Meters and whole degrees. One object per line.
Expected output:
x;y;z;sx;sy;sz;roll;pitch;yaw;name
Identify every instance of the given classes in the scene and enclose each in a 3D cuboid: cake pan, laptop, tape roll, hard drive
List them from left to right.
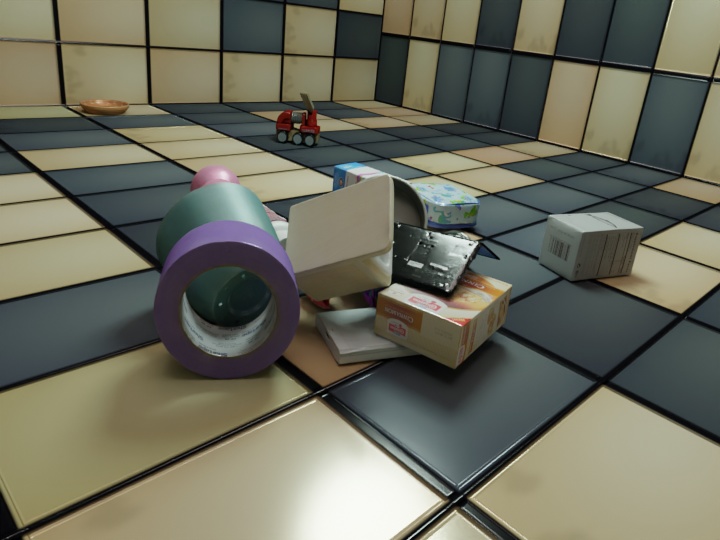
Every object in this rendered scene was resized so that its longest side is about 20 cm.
-0.184;0.040;0.817;0.193;0.207;0.085;0;22;-14;tape roll
0.035;0.101;0.966;0.193;0.027;0.132;-4;25;-22;hard drive
0.049;-0.105;1.269;0.193;0.207;0.037;9;-13;7;cake pan
0.125;-0.013;1.018;0.173;0.105;0.201;15;50;31;laptop

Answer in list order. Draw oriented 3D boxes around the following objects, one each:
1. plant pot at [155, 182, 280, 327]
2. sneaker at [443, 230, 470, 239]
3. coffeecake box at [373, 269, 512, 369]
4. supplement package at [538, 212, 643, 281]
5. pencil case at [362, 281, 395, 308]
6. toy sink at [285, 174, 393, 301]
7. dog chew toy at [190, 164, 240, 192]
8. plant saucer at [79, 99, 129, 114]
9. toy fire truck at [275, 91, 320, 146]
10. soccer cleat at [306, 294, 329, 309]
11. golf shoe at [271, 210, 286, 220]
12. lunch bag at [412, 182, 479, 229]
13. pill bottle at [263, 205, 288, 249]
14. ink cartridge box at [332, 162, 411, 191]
-0.211;-0.009;0.946;0.196;0.205;0.162;-10;46;-35;plant pot
0.167;-0.049;1.317;0.195;0.075;0.082;15;40;33;sneaker
0.137;0.062;0.952;0.150;0.076;0.198;20;27;30;coffeecake box
0.534;-0.059;1.357;0.194;0.121;0.117;-5;24;-26;supplement package
0.000;0.000;1.111;0.091;0.087;0.199;-29;39;-23;pencil case
-0.012;-0.046;0.934;0.195;0.135;0.112;-15;-31;28;toy sink
-0.331;-0.163;1.366;0.120;0.128;0.201;-3;33;-21;dog chew toy
-1.086;-0.694;2.484;0.192;0.039;0.201;5;24;-2;plant saucer
-0.244;-0.601;2.289;0.169;0.207;0.129;8;22;3;toy fire truck
-0.028;-0.025;1.050;0.073;0.202;0.068;41;7;32;soccer cleat
-0.235;-0.095;1.288;0.089;0.078;0.200;18;26;18;golf shoe
0.215;-0.178;1.591;0.156;0.085;0.200;-4;25;-26;lunch bag
-0.185;-0.054;1.149;0.111;0.118;0.199;-9;27;-32;pill bottle
0.022;-0.163;1.417;0.197;0.149;0.083;25;29;38;ink cartridge box
